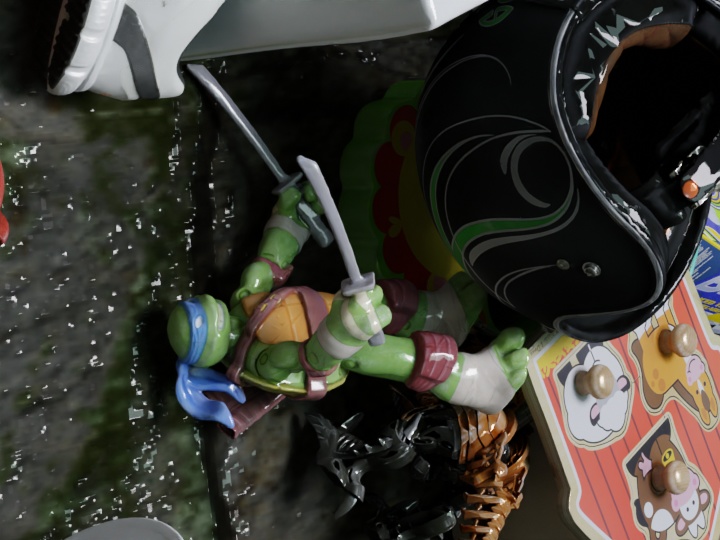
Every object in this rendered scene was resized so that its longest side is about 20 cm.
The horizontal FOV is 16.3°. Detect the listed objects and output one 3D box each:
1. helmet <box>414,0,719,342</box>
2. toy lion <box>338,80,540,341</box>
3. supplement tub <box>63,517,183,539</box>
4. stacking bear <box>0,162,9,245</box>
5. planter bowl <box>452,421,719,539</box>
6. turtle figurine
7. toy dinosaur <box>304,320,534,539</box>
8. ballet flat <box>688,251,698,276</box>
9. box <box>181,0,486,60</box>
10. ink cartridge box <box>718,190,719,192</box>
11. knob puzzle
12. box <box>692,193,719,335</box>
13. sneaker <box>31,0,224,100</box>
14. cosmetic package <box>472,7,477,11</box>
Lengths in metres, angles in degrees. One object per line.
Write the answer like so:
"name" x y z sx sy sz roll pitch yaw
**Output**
"helmet" 0.124 -0.063 1.378 0.198 0.190 0.202 6 76 -24
"toy lion" 0.067 -0.029 1.556 0.191 0.068 0.201 -36 116 -39
"supplement tub" -0.092 0.237 1.261 0.201 0.144 0.145 59 46 -31
"stacking bear" -0.230 -0.079 1.140 0.114 0.121 0.201 -58 140 -26
"planter bowl" 0.141 0.148 1.573 0.199 0.134 0.202 5 84 -52
"turtle figurine" 0.000 0.000 1.372 0.193 0.144 0.202 12 84 -32
"toy dinosaur" 0.049 0.101 1.445 0.103 0.135 0.200 64 12 -11
"ballet flat" 0.186 -0.041 1.595 0.070 0.067 0.202 51 45 -68
"box" -0.005 -0.225 1.354 0.199 0.199 0.173 -31 114 -49
"ink cartridge box" 0.274 -0.140 1.479 0.199 0.084 0.147 -24 111 -48
"knob puzzle" 0.177 0.093 1.488 0.219 0.030 0.222 10 77 -49
"box" 0.257 0.002 1.743 0.199 0.064 0.070 31 36 -36
"sneaker" -0.098 -0.177 1.276 0.079 0.074 0.201 12 114 -30
"cosmetic package" 0.177 -0.177 1.585 0.105 0.199 0.072 -33 113 -49
